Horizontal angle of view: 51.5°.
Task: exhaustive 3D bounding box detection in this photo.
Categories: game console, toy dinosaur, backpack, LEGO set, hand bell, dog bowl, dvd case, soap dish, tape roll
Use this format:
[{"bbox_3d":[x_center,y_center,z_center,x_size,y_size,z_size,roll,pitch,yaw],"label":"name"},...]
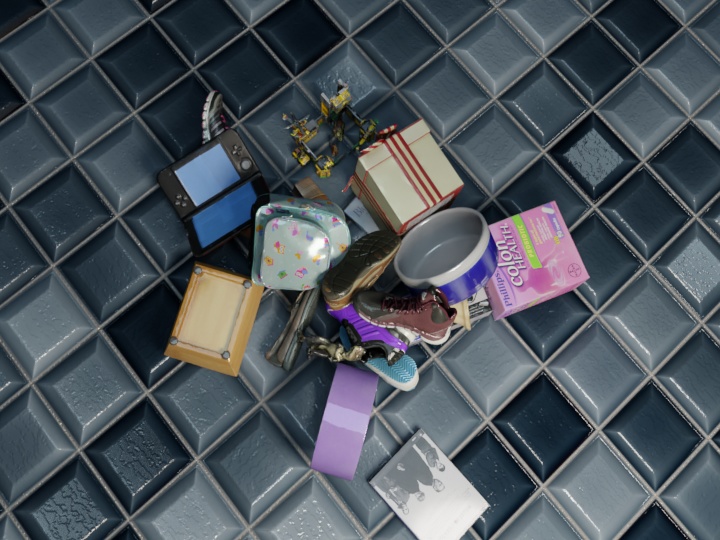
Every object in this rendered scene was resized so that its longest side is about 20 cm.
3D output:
[{"bbox_3d":[-0.297,-0.161,1.522,0.197,0.119,0.174,-30,112,1],"label":"game console"},{"bbox_3d":[-0.076,0.146,1.434,0.087,0.198,0.049,14,89,-37],"label":"toy dinosaur"},{"bbox_3d":[-0.114,-0.051,1.459,0.195,0.154,0.180,1,111,-17],"label":"backpack"},{"bbox_3d":[-0.059,-0.309,1.602,0.198,0.116,0.155,-33,79,-11],"label":"LEGO set"},{"bbox_3d":[0.117,0.077,1.490,0.195,0.104,0.107,-7,74,8],"label":"hand bell"},{"bbox_3d":[0.166,-0.026,1.450,0.200,0.199,0.079,-43,123,-13],"label":"dog bowl"},{"bbox_3d":[0.077,-0.115,1.609,0.199,0.018,0.143,41,77,8],"label":"dvd case"},{"bbox_3d":[-0.293,0.091,1.498,0.154,0.081,0.205,16,75,1],"label":"soap dish"},{"bbox_3d":[0.133,0.437,1.460,0.150,0.025,0.200,-42,82,-13],"label":"dvd case"},{"bbox_3d":[-0.029,0.282,1.401,0.083,0.200,0.205,15,74,0],"label":"tape roll"}]

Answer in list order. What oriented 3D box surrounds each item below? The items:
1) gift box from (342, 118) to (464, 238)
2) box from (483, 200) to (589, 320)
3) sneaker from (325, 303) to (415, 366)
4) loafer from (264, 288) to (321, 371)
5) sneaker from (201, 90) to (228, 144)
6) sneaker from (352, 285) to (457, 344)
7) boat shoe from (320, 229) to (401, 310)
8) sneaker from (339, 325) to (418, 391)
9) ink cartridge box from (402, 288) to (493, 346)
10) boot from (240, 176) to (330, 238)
[{"bbox_3d":[0.075,-0.180,1.523,0.197,0.185,0.189,-30,80,-18],"label":"gift box"},{"bbox_3d":[0.343,-0.020,1.559,0.196,0.097,0.180,-19,77,-8],"label":"box"},{"bbox_3d":[0.000,0.122,1.451,0.197,0.070,0.101,24,70,25],"label":"sneaker"},{"bbox_3d":[-0.135,0.099,1.513,0.061,0.072,0.204,18,75,9],"label":"loafer"},{"bbox_3d":[-0.295,-0.286,1.607,0.085,0.074,0.206,-1,80,-3],"label":"sneaker"},{"bbox_3d":[0.089,0.057,1.378,0.195,0.116,0.077,18,49,-7],"label":"sneaker"},{"bbox_3d":[0.000,0.000,1.447,0.199,0.075,0.075,-39,58,-24],"label":"boat shoe"},{"bbox_3d":[0.034,0.172,1.503,0.077,0.081,0.199,-44,62,-13],"label":"sneaker"},{"bbox_3d":[0.166,0.079,1.548,0.196,0.044,0.096,-20,75,-8],"label":"ink cartridge box"},{"bbox_3d":[-0.138,-0.084,1.568,0.198,0.077,0.157,-33,83,-18],"label":"boot"}]
